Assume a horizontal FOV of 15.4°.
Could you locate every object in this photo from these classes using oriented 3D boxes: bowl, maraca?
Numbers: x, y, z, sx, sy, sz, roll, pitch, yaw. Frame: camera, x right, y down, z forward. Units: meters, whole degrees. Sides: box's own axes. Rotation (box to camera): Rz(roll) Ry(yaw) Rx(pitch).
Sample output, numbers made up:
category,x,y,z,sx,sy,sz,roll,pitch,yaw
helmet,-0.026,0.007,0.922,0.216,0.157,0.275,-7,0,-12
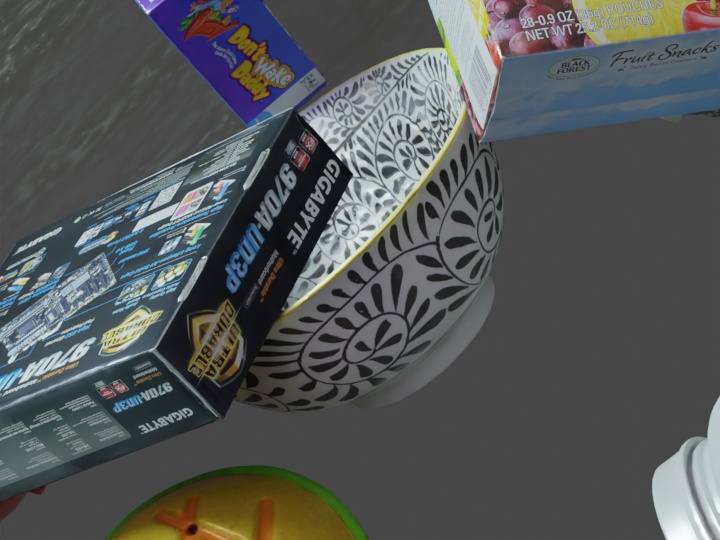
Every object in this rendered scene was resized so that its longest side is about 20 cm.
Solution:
category,x,y,z,sx,sy,sz,roll,pitch,yaw
bowl,0.000,0.000,1.218,0.201,0.094,0.201,-36,23,18
maraca,-0.079,0.174,1.195,0.200,0.107,0.137,-39,67,2

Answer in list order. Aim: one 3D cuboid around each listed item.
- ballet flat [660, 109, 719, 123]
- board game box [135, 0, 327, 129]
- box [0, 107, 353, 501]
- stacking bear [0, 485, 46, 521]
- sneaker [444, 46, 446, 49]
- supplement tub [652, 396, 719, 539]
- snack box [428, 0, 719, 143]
category,x,y,z,sx,sy,sz,roll,pitch,yaw
ballet flat,0.167,-0.091,1.226,0.200,0.072,0.072,8,75,5
board game box,-0.108,-0.168,1.285,0.045,0.134,0.200,-40,60,1
box,-0.111,0.022,1.175,0.200,0.046,0.159,-23,28,40
stacking bear,-0.242,0.054,1.285,0.200,0.121,0.114,36,92,13
sneaker,0.097,-0.157,1.283,0.087,0.074,0.200,13,78,2
supplement tub,0.235,0.076,1.100,0.200,0.144,0.145,-38,66,20
snack box,0.107,-0.163,1.182,0.168,0.068,0.200,-9,56,-15
